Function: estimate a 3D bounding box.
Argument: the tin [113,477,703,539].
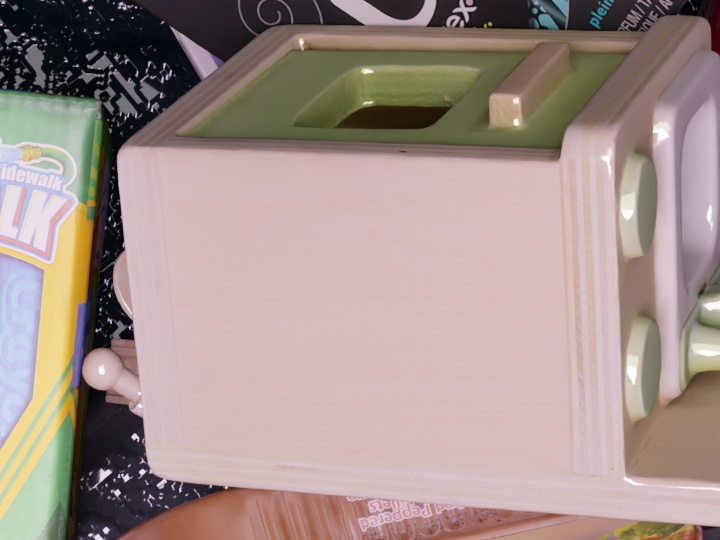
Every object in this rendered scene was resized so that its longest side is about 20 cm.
[{"bbox_3d":[0.008,0.092,0.826,0.199,0.112,0.042,-10,67,-17],"label":"tin"}]

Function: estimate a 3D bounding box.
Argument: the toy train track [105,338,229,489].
[{"bbox_3d":[-0.038,0.084,0.960,0.114,0.033,0.201,5,88,-3],"label":"toy train track"}]

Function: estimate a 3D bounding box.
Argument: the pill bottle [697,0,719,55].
[{"bbox_3d":[0.181,-0.082,0.897,0.111,0.200,0.113,0,87,-3],"label":"pill bottle"}]

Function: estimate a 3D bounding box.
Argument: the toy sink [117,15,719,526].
[{"bbox_3d":[0.047,-0.008,0.783,0.199,0.130,0.113,4,112,19],"label":"toy sink"}]

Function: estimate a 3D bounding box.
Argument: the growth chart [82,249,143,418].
[{"bbox_3d":[0.000,0.000,0.917,0.145,0.018,0.200,39,54,-9],"label":"growth chart"}]

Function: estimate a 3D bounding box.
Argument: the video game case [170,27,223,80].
[{"bbox_3d":[-0.029,-0.161,0.980,0.143,0.018,0.201,-31,90,-5],"label":"video game case"}]

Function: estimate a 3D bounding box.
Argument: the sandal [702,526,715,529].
[{"bbox_3d":[0.172,0.111,0.944,0.200,0.080,0.054,42,41,-4],"label":"sandal"}]

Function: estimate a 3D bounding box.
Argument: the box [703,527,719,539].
[{"bbox_3d":[0.162,0.195,0.850,0.124,0.149,0.201,-12,43,30],"label":"box"}]

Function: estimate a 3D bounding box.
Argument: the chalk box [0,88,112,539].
[{"bbox_3d":[-0.149,-0.004,0.913,0.123,0.125,0.201,6,88,-3],"label":"chalk box"}]

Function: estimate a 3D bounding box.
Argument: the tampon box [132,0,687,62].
[{"bbox_3d":[0.016,-0.139,0.881,0.199,0.126,0.150,33,122,-2],"label":"tampon box"}]
